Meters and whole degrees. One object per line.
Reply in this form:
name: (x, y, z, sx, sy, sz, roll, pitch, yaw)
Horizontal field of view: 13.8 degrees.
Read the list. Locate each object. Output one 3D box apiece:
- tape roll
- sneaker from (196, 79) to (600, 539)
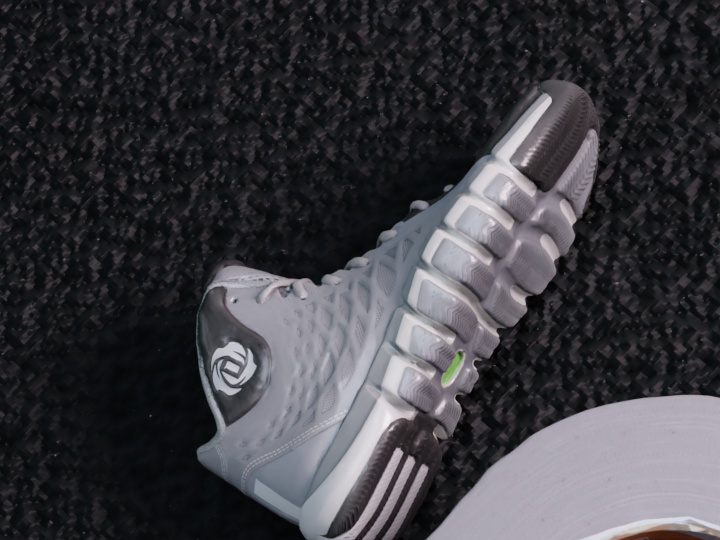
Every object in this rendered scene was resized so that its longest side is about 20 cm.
tape roll: (0.110, 0.147, 1.021, 0.200, 0.066, 0.201, -7, 65, 15)
sneaker: (0.000, 0.000, 1.121, 0.115, 0.075, 0.200, 24, 77, 29)
